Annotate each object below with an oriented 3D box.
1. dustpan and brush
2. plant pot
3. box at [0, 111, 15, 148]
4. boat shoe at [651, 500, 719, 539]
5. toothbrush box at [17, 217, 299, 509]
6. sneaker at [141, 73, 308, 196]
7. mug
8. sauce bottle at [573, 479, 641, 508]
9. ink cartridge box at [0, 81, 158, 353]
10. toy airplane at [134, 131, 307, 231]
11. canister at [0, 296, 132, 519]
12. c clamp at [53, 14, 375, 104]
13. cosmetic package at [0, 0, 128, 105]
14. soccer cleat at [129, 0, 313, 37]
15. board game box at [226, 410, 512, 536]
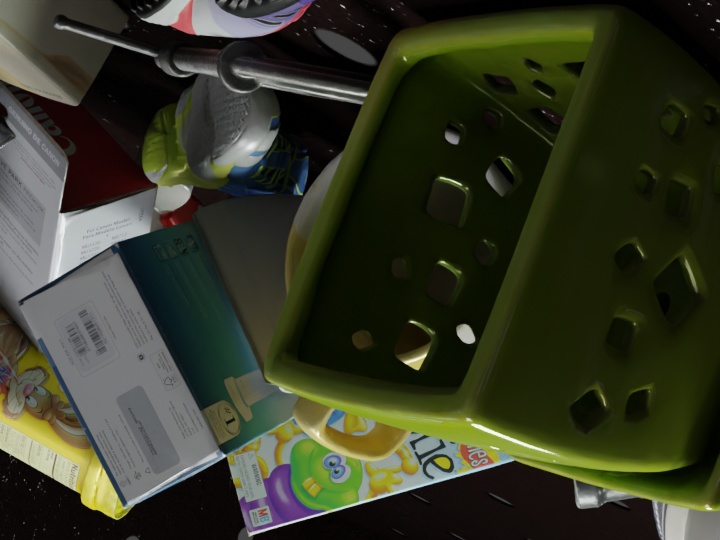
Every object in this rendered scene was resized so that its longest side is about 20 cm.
[{"bbox_3d":[0.000,0.000,1.295,0.140,0.200,0.057,65,158,19],"label":"dustpan and brush"},{"bbox_3d":[0.100,0.002,0.941,0.181,0.200,0.199,25,171,-28],"label":"plant pot"},{"bbox_3d":[-0.325,-0.181,1.263,0.199,0.050,0.200,54,-173,39],"label":"box"},{"bbox_3d":[0.180,0.073,1.138,0.075,0.200,0.093,-14,-154,-42],"label":"boat shoe"},{"bbox_3d":[-0.109,0.049,1.268,0.147,0.085,0.200,62,-156,1],"label":"toothbrush box"},{"bbox_3d":[-0.068,-0.086,1.288,0.105,0.076,0.200,12,175,-22],"label":"sneaker"},{"bbox_3d":[0.042,0.013,1.208,0.186,0.150,0.153,-29,150,21],"label":"mug"},{"bbox_3d":[0.227,0.109,1.192,0.200,0.065,0.065,-9,164,4],"label":"sauce bottle"},{"bbox_3d":[-0.236,-0.075,1.405,0.200,0.084,0.176,46,138,31],"label":"ink cartridge box"},{"bbox_3d":[-0.113,-0.027,1.487,0.200,0.141,0.199,31,137,7],"label":"toy airplane"},{"bbox_3d":[-0.225,0.076,1.434,0.200,0.149,0.087,27,130,10],"label":"canister"},{"bbox_3d":[-0.062,-0.109,1.088,0.171,0.027,0.200,11,-177,-27],"label":"c clamp"},{"bbox_3d":[-0.240,-0.186,1.192,0.105,0.071,0.200,21,167,34],"label":"cosmetic package"},{"bbox_3d":[-0.047,-0.148,0.962,0.073,0.068,0.200,12,176,-27],"label":"soccer cleat"},{"bbox_3d":[-0.001,0.116,1.457,0.200,0.103,0.105,-15,179,-4],"label":"board game box"}]
